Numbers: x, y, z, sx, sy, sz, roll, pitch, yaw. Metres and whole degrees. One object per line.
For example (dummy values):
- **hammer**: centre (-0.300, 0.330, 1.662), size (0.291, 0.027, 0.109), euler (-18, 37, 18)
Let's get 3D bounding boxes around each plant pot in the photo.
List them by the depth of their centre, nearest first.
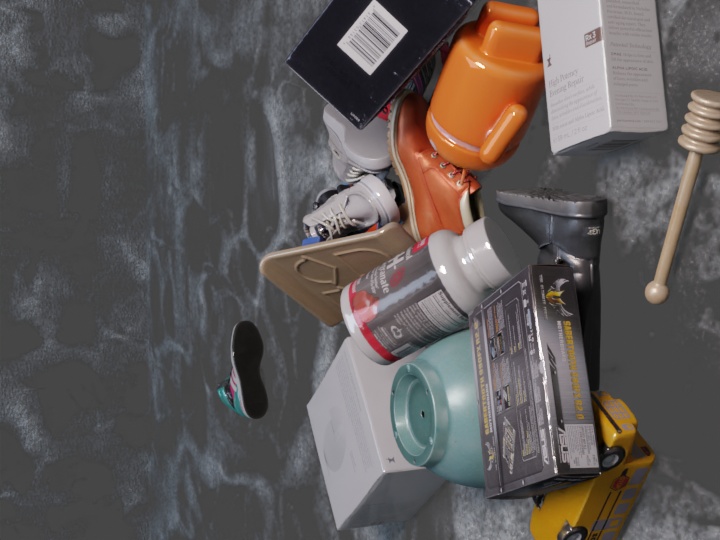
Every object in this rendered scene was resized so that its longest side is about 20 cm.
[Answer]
- **plant pot**: centre (0.117, 0.162, 1.172), size (0.200, 0.133, 0.202), euler (177, 90, -66)

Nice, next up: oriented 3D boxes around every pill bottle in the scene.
- **pill bottle**: centre (0.084, 0.021, 1.177), size (0.199, 0.111, 0.111), euler (-31, 57, 23)

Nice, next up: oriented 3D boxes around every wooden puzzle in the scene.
- **wooden puzzle**: centre (0.000, 0.000, 1.288), size (0.199, 0.185, 0.047), euler (-15, 55, 28)

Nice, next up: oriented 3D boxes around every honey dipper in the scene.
- **honey dipper**: centre (0.284, -0.058, 0.889), size (0.038, 0.038, 0.201), euler (-129, 42, -54)

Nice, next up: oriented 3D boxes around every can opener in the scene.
- **can opener**: centre (0.026, -0.139, 1.445), size (0.053, 0.066, 0.201), euler (-47, 37, 27)

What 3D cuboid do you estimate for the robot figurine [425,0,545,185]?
- **robot figurine**: centre (0.139, -0.193, 1.109), size (0.144, 0.116, 0.201), euler (43, 138, 24)

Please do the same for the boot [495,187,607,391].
- **boot**: centre (0.197, 0.017, 1.073), size (0.165, 0.065, 0.201), euler (-154, 60, -66)

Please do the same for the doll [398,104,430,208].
- **doll**: centre (0.094, -0.156, 1.292), size (0.136, 0.048, 0.201), euler (39, 127, 37)

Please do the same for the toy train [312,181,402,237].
- **toy train**: centre (0.003, -0.058, 1.435), size (0.200, 0.114, 0.087), euler (-116, 34, -42)

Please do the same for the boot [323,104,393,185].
- **boot**: centre (0.006, -0.152, 1.343), size (0.200, 0.073, 0.096), euler (-120, 17, -56)

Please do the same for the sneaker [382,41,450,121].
- **sneaker**: centre (0.057, -0.227, 1.349), size (0.201, 0.074, 0.081), euler (110, 148, -42)

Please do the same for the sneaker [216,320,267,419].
- **sneaker**: centre (-0.249, 0.209, 2.087), size (0.121, 0.083, 0.201), euler (-16, 79, 56)

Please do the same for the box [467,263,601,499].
- **box**: centre (0.164, 0.114, 0.984), size (0.158, 0.048, 0.201), euler (128, 141, -64)

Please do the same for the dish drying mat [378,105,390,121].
- **dish drying mat**: centre (0.054, -0.290, 1.416), size (0.077, 0.018, 0.201), euler (-113, 29, -53)

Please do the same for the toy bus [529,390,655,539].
- **toy bus**: centre (0.228, 0.211, 0.989), size (0.065, 0.078, 0.201), euler (-120, 36, -49)

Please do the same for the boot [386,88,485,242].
- **boot**: centre (0.097, -0.126, 1.223), size (0.107, 0.075, 0.201), euler (-2, 108, 36)

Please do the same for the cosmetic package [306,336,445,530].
- **cosmetic package**: centre (0.027, 0.223, 1.395), size (0.200, 0.122, 0.200), euler (118, 143, -51)

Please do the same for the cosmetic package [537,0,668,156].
- **cosmetic package**: centre (0.228, -0.219, 0.961), size (0.102, 0.074, 0.201), euler (162, 103, -65)

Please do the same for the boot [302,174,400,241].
- **boot**: centre (-0.017, -0.063, 1.278), size (0.074, 0.095, 0.200), euler (57, 169, -4)

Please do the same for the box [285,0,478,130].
- **box**: centre (0.047, -0.294, 1.133), size (0.200, 0.123, 0.199), euler (-44, 7, 35)
